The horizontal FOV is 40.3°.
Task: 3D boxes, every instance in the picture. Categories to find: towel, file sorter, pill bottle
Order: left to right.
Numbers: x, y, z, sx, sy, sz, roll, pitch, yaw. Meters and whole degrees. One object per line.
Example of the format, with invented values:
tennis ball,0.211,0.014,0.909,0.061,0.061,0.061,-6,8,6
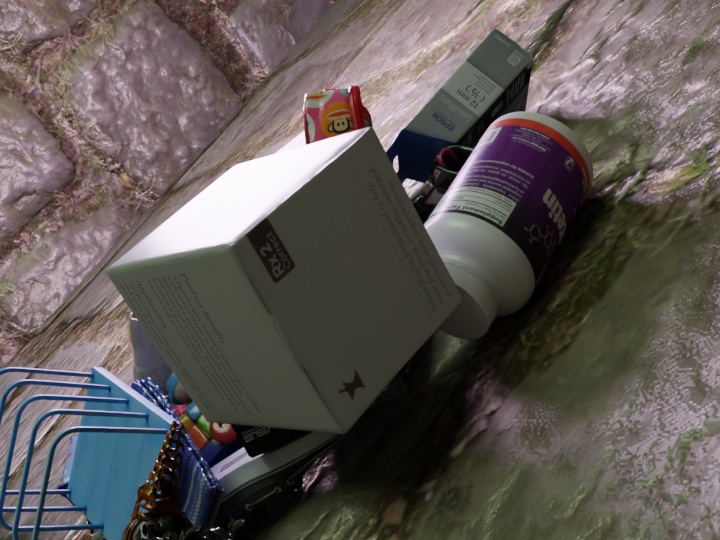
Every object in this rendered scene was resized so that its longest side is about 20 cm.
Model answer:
file sorter,-0.272,0.180,0.918,0.199,0.121,0.141,18,96,52
towel,-0.196,0.209,0.926,0.200,0.024,0.147,39,111,50
towel,-0.209,0.076,1.240,0.034,0.134,0.199,21,34,30
pill bottle,0.122,-0.039,0.869,0.112,0.113,0.201,-17,33,54

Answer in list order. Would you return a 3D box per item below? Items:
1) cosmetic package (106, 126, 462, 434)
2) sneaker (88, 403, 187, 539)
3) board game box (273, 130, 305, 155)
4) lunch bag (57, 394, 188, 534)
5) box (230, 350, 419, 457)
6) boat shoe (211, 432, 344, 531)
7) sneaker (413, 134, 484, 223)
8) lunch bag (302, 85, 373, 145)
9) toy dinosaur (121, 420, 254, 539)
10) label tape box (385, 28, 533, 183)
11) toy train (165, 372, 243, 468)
cosmetic package,-0.062,0.011,0.786,0.199,0.166,0.165,-6,31,50
sneaker,-0.223,0.245,1.056,0.202,0.074,0.081,-60,-12,-11
board game box,-0.085,-0.110,1.252,0.199,0.065,0.147,-40,23,-23
lunch bag,-0.251,0.214,1.187,0.198,0.095,0.151,-32,16,-3
box,-0.021,0.082,0.911,0.159,0.044,0.200,-26,11,17
boat shoe,-0.085,0.188,0.903,0.199,0.057,0.069,-33,11,23
sneaker,0.102,-0.094,1.071,0.199,0.086,0.081,-26,23,44
lunch bag,-0.018,-0.114,1.089,0.081,0.179,0.200,-11,-13,2
toy dinosaur,-0.160,0.235,0.806,0.134,0.203,0.102,5,23,44
label tape box,0.111,-0.159,1.134,0.201,0.066,0.144,-49,-15,-10
toy train,-0.201,0.197,1.004,0.115,0.085,0.200,39,81,27
